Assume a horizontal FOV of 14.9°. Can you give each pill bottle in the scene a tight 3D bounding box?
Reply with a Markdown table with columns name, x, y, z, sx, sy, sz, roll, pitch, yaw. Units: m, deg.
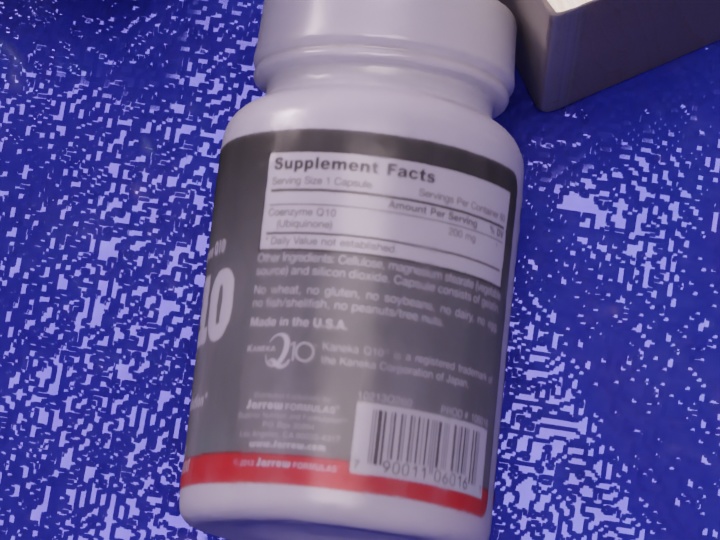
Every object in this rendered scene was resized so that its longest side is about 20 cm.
| name | x | y | z | sx | sy | sz | roll | pitch | yaw |
| --- | --- | --- | --- | --- | --- | --- | --- | --- | --- |
| pill bottle | 0.000 | 0.000 | 1.005 | 0.114 | 0.114 | 0.200 | 5 | 78 | 3 |

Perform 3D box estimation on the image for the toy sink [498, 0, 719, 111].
| name | x | y | z | sx | sy | sz | roll | pitch | yaw |
| --- | --- | --- | --- | --- | --- | --- | --- | --- | --- |
| toy sink | 0.079 | -0.183 | 1.034 | 0.112 | 0.130 | 0.200 | -23 | 77 | -4 |
